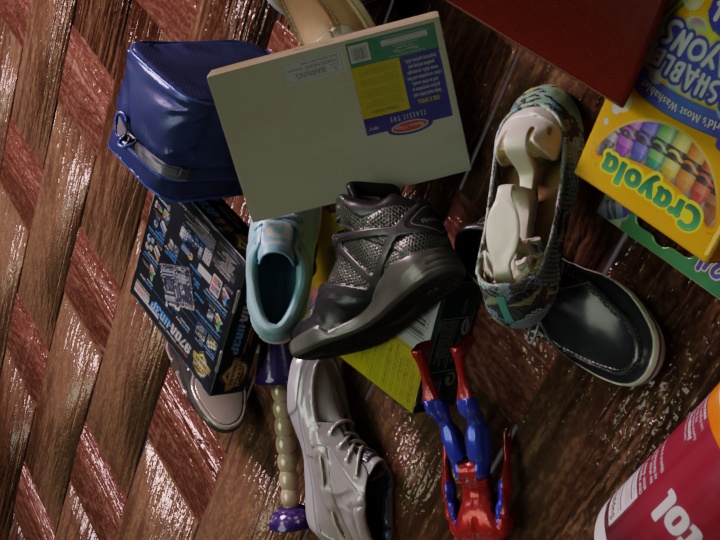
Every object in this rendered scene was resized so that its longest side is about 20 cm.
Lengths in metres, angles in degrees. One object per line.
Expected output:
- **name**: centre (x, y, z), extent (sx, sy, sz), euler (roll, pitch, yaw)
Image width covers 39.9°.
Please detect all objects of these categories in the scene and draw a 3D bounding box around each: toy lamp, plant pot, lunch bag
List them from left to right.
- **lunch bag**: centre (-0.158, -0.145, 1.009), extent (0.136, 0.198, 0.134), euler (43, 128, 33)
- **toy lamp**: centre (-0.079, 0.170, 1.053), extent (0.058, 0.058, 0.203), euler (-4, 93, 51)
- **plant pot**: centre (0.106, -0.254, 0.654), extent (0.178, 0.198, 0.200), euler (-60, 26, 16)

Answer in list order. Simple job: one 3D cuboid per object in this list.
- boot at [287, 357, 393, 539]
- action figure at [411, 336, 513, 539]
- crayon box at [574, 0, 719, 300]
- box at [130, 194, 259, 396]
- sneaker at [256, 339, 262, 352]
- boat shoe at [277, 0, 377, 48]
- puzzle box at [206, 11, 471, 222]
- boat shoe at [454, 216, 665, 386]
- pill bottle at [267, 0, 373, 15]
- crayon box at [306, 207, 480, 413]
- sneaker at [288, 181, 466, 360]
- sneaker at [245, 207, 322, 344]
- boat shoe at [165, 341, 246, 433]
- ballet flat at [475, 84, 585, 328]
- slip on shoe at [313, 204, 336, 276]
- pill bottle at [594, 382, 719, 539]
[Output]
- **boot**: centre (-0.011, 0.171, 0.965), extent (0.095, 0.073, 0.203), euler (-1, 101, 45)
- **action figure**: centre (0.092, 0.155, 0.826), extent (0.065, 0.052, 0.203), euler (-8, 99, 27)
- **crayon box**: centre (0.223, -0.096, 0.653), extent (0.126, 0.051, 0.202), euler (43, 125, 41)
- **box**: centre (-0.169, 0.008, 1.049), extent (0.200, 0.046, 0.161), euler (43, 124, 40)
- **sneaker**: centre (-0.165, 0.040, 1.135), extent (0.199, 0.071, 0.114), euler (3, 92, 49)
- **boat shoe**: centre (-0.017, -0.176, 0.857), extent (0.201, 0.066, 0.074), euler (53, 152, -15)
- **puzzle box**: centre (-0.015, -0.125, 0.830), extent (0.025, 0.197, 0.135), euler (-88, -16, -66)
- **boat shoe**: centre (0.144, 0.021, 0.755), extent (0.200, 0.062, 0.075), euler (44, 124, 38)
- **pill bottle**: centre (0.000, -0.293, 0.865), extent (0.199, 0.115, 0.118), euler (-1, 92, 50)
- **crayon box**: centre (0.018, 0.027, 0.921), extent (0.199, 0.050, 0.129), euler (34, 118, 44)
- **sneaker**: centre (0.000, 0.000, 0.845), extent (0.199, 0.076, 0.115), euler (-41, 58, 42)
- **sneaker**: centre (-0.068, -0.034, 0.901), extent (0.082, 0.073, 0.203), euler (152, 116, -83)
- **boat shoe**: centre (-0.185, 0.122, 1.179), extent (0.201, 0.066, 0.057), euler (57, 149, 37)
- **ballet flat**: centre (0.121, -0.060, 0.719), extent (0.074, 0.074, 0.203), euler (-21, 54, 50)
- **slip on shoe**: centre (-0.053, -0.029, 1.004), extent (0.061, 0.073, 0.203), euler (-100, 13, -71)
- **pill bottle**: centre (0.222, 0.163, 0.629), extent (0.113, 0.112, 0.201), euler (56, 133, 32)
